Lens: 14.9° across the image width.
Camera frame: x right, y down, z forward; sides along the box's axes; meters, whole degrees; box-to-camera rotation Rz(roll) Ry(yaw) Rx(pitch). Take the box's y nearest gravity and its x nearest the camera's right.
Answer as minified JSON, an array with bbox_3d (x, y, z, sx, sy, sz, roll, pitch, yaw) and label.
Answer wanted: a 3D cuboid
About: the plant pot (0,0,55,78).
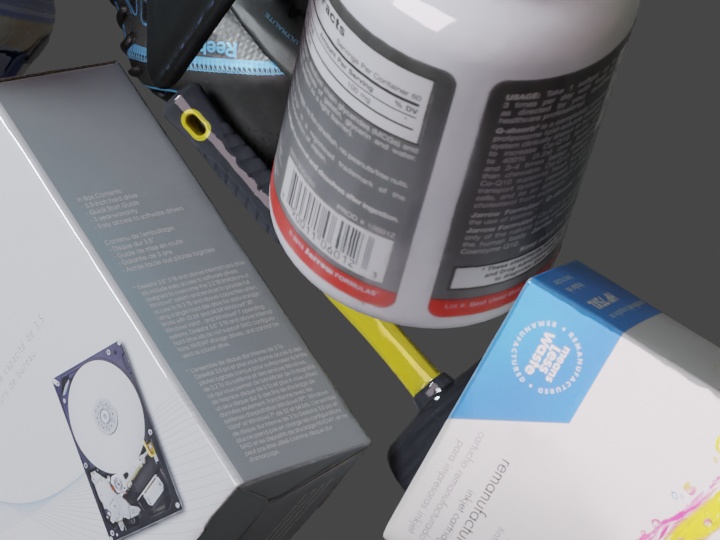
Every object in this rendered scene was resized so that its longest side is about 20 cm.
[{"bbox_3d":[-0.248,-0.100,1.135,0.180,0.200,0.200,37,95,3],"label":"plant pot"}]

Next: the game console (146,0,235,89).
[{"bbox_3d":[-0.001,-0.181,1.001,0.116,0.176,0.200,58,142,12],"label":"game console"}]

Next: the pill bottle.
[{"bbox_3d":[0.037,-0.083,0.994,0.116,0.116,0.200,42,142,24],"label":"pill bottle"}]

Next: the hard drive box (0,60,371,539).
[{"bbox_3d":[-0.109,0.042,1.119,0.200,0.077,0.156,55,132,20],"label":"hard drive box"}]

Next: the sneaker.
[{"bbox_3d":[-0.081,-0.118,1.133,0.200,0.073,0.082,45,110,23],"label":"sneaker"}]

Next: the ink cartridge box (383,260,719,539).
[{"bbox_3d":[0.125,0.098,0.994,0.200,0.067,0.116,32,104,14],"label":"ink cartridge box"}]

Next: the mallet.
[{"bbox_3d":[0.000,0.000,1.080,0.066,0.041,0.200,-36,86,21],"label":"mallet"}]
